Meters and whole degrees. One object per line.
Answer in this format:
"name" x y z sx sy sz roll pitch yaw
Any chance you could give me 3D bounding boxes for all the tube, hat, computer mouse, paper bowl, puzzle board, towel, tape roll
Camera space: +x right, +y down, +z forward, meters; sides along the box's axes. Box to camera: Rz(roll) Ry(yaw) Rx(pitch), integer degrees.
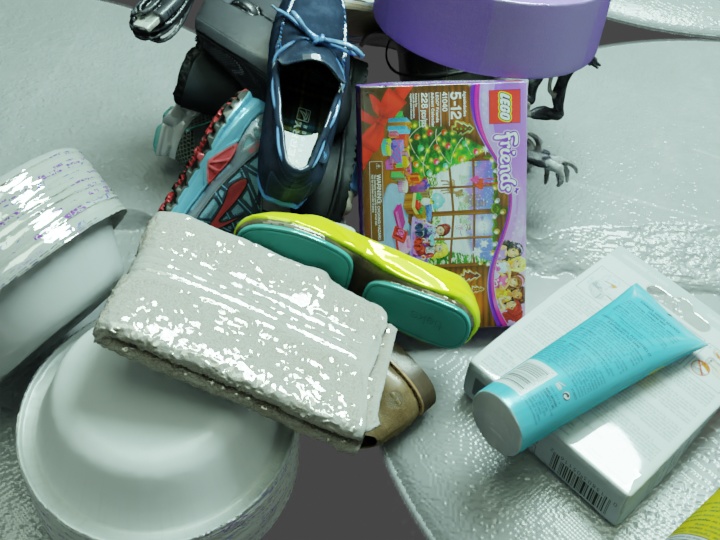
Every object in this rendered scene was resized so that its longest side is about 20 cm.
"tube" 0.172 0.070 0.769 0.199 0.051 0.078 -26 59 -29
"hat" 0.089 -0.192 0.999 0.198 0.082 0.201 -3 6 0
"computer mouse" -0.083 -0.194 0.863 0.199 0.053 0.139 40 56 -4
"paper bowl" -0.143 0.108 0.729 0.198 0.105 0.202 2 49 -3
"puzzle board" -0.030 -0.241 0.987 0.149 0.018 0.199 -2 6 -36
"towel" -0.071 0.038 0.700 0.198 0.035 0.133 23 38 -7
"tape roll" 0.112 -0.238 0.869 0.197 0.066 0.201 7 36 -5
"paper bowl" -0.260 0.008 0.767 0.105 0.200 0.201 49 58 -5

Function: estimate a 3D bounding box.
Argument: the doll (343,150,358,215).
"doll" 0.029 -0.099 0.939 0.137 0.048 0.200 -46 44 6

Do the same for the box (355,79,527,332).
"box" 0.066 -0.052 0.834 0.135 0.203 0.039 -3 13 -6

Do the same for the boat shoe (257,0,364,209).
"boat shoe" -0.033 -0.148 0.798 0.083 0.069 0.203 6 71 -16

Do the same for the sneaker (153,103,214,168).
"sneaker" -0.107 -0.151 0.994 0.091 0.078 0.200 39 60 7

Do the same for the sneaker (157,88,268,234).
"sneaker" -0.115 -0.042 0.841 0.095 0.201 0.079 31 12 -12

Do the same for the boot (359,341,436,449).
"boot" -0.036 0.058 0.812 0.075 0.074 0.200 -39 64 -23

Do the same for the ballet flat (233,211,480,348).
"ballet flat" 0.000 0.000 0.782 0.198 0.067 0.067 22 35 -3

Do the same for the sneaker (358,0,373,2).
"sneaker" 0.022 -0.314 1.137 0.198 0.074 0.080 -27 66 -17

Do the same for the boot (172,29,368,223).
"boot" -0.087 -0.127 0.909 0.166 0.076 0.203 14 68 -15

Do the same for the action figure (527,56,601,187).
"action figure" 0.145 -0.117 0.936 0.101 0.201 0.119 27 13 -27

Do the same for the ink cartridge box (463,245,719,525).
"ink cartridge box" 0.206 0.082 0.820 0.199 0.048 0.160 -33 58 -30

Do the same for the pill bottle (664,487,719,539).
"pill bottle" 0.238 0.218 0.659 0.199 0.113 0.112 -32 58 -26
